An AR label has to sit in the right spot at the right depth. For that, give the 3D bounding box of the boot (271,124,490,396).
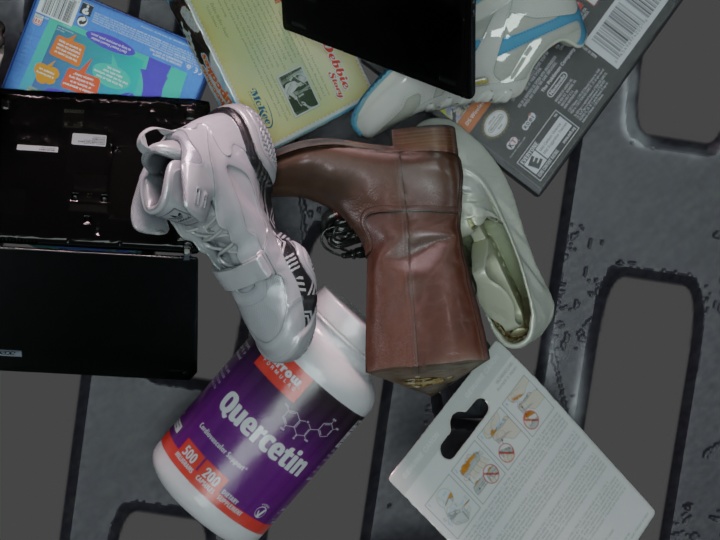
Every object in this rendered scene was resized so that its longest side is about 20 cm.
[{"bbox_3d":[0.000,0.000,1.433,0.184,0.064,0.202,-9,80,17],"label":"boot"}]

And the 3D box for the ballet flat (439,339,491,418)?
[{"bbox_3d":[0.052,0.033,1.506,0.072,0.073,0.201,-26,101,2],"label":"ballet flat"}]

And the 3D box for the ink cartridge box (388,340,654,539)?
[{"bbox_3d":[0.123,0.183,1.485,0.200,0.047,0.160,47,60,-9],"label":"ink cartridge box"}]

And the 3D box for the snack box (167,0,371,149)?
[{"bbox_3d":[-0.082,-0.201,1.473,0.116,0.037,0.202,-29,96,-25],"label":"snack box"}]

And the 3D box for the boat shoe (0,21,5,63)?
[{"bbox_3d":[-0.346,-0.114,1.459,0.092,0.075,0.202,16,112,-17],"label":"boat shoe"}]

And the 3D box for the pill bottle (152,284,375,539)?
[{"bbox_3d":[-0.066,0.112,1.489,0.112,0.112,0.200,40,94,-4],"label":"pill bottle"}]

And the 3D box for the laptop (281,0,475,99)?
[{"bbox_3d":[0.041,-0.263,1.388,0.186,0.116,0.202,25,133,33],"label":"laptop"}]

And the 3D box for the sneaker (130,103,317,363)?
[{"bbox_3d":[-0.105,-0.022,1.398,0.075,0.114,0.202,-17,87,42],"label":"sneaker"}]

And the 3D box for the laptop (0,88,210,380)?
[{"bbox_3d":[-0.210,-0.028,1.481,0.175,0.103,0.202,3,71,-2],"label":"laptop"}]

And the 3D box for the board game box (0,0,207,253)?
[{"bbox_3d":[-0.218,-0.110,1.499,0.151,0.045,0.202,22,94,-4],"label":"board game box"}]

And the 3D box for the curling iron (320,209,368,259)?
[{"bbox_3d":[0.051,-0.077,1.518,0.199,0.026,0.050,-38,116,-2],"label":"curling iron"}]

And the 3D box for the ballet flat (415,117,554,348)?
[{"bbox_3d":[0.096,-0.025,1.481,0.069,0.069,0.201,-27,106,2],"label":"ballet flat"}]

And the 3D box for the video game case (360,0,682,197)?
[{"bbox_3d":[0.129,-0.193,1.493,0.180,0.026,0.201,37,90,-1],"label":"video game case"}]

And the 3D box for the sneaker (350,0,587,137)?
[{"bbox_3d":[0.082,-0.157,1.445,0.199,0.077,0.081,-34,98,4],"label":"sneaker"}]
